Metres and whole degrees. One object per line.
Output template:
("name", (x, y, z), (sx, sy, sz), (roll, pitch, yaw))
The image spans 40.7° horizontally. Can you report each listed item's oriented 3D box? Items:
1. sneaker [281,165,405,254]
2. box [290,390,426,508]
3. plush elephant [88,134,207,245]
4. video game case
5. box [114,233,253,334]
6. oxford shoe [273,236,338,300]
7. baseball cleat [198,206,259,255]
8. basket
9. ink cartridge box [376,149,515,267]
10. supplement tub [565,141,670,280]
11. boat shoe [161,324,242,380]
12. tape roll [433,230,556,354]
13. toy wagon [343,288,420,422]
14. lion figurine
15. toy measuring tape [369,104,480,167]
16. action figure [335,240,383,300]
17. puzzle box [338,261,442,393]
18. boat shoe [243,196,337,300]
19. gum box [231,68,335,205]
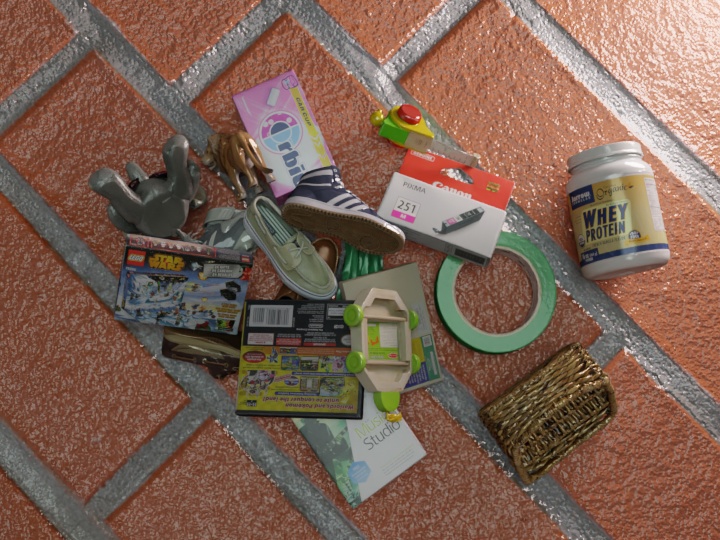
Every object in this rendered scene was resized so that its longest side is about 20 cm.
("sneaker", (-0.017, -0.099, 1.539), (0.198, 0.070, 0.109), (17, 45, 2))
("box", (-0.011, 0.244, 1.509), (0.144, 0.036, 0.201), (-36, 84, -1))
("plush elephant", (-0.331, -0.116, 1.559), (0.164, 0.155, 0.201), (-34, 118, -15))
("video game case", (-0.090, 0.136, 1.501), (0.198, 0.026, 0.183), (0, 73, 10))
("box", (-0.278, 0.023, 1.526), (0.198, 0.040, 0.138), (9, 120, -16))
("oxford shoe", (-0.096, 0.031, 1.585), (0.071, 0.071, 0.201), (30, 80, 5))
("baseball cleat", (-0.252, -0.034, 1.600), (0.199, 0.070, 0.107), (-30, 70, -11))
("basket", (0.307, 0.227, 1.530), (0.199, 0.143, 0.150), (-35, 83, -6))
("ink cartridge box", (0.144, -0.117, 1.595), (0.198, 0.044, 0.175), (20, 66, 7))
("supplement tub", (0.414, -0.095, 1.581), (0.143, 0.144, 0.202), (-9, 82, -3))
("boat shoe", (-0.226, 0.139, 1.573), (0.198, 0.072, 0.073), (14, 111, -6))
("tape roll", (0.222, 0.037, 1.605), (0.198, 0.048, 0.203), (0, 81, -1))
("toy wagon", (0.033, 0.130, 1.478), (0.039, 0.154, 0.202), (-9, 79, 38))
("lion figurine", (-0.192, -0.183, 1.557), (0.072, 0.200, 0.124), (-24, 91, -26))
("toy measuring tape", (0.108, -0.231, 1.639), (0.198, 0.074, 0.074), (18, 81, -13))
("action figure", (0.000, 0.000, 1.586), (0.117, 0.055, 0.203), (-1, 89, -30))
("puzzle box", (0.049, 0.099, 1.562), (0.132, 0.025, 0.202), (-15, 97, -18))
("boat shoe", (-0.113, -0.032, 1.541), (0.200, 0.062, 0.072), (44, 65, 6))
("gum box", (-0.123, -0.216, 1.621), (0.113, 0.066, 0.202), (-23, 83, -4))
